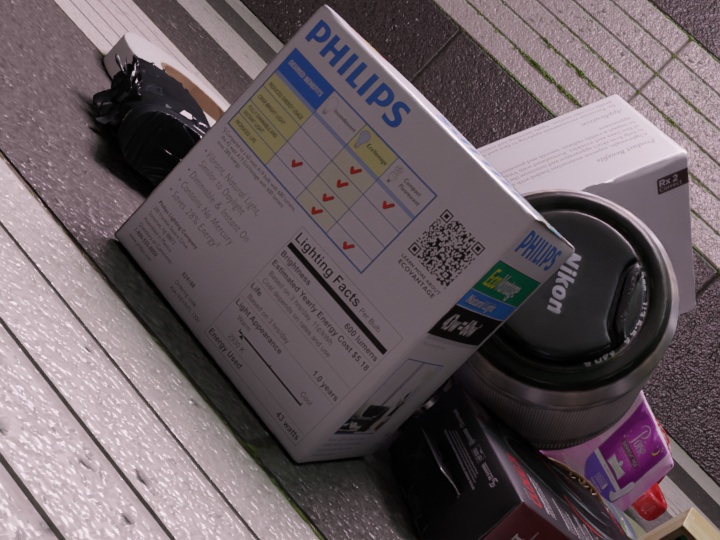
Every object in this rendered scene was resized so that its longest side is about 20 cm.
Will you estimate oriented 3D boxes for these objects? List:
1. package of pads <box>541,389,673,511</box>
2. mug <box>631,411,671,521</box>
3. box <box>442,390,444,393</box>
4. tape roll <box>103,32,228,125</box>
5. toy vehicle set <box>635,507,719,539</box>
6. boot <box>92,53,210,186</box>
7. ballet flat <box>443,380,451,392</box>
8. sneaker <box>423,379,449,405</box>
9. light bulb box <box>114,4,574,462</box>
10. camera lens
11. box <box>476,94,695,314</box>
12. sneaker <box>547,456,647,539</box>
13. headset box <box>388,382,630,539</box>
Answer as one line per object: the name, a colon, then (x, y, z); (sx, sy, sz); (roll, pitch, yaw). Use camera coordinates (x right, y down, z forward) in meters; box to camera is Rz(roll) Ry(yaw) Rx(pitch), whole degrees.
package of pads: (0.217, 0.156, 0.991); (0.076, 0.120, 0.200); (47, -5, 43)
mug: (0.296, 0.218, 1.257); (0.200, 0.133, 0.178); (38, 46, -54)
box: (0.081, 0.078, 1.096); (0.200, 0.049, 0.082); (46, 10, 10)
tape roll: (-0.178, -0.167, 1.098); (0.203, 0.037, 0.203); (43, 10, -10)
toy vehicle set: (0.283, 0.289, 0.819); (0.200, 0.124, 0.027); (45, 40, 6)
boot: (-0.133, -0.092, 0.880); (0.198, 0.073, 0.162); (39, 8, -28)
ballet flat: (0.094, 0.075, 0.934); (0.073, 0.073, 0.200); (35, 32, -44)
sneaker: (0.024, 0.049, 0.818); (0.200, 0.088, 0.081); (32, 36, -49)
light bulb box: (-0.009, -0.018, 0.672); (0.198, 0.200, 0.125); (48, 11, 19)
camera lens: (0.143, 0.044, 0.790); (0.160, 0.160, 0.200); (48, -11, 20)
box: (0.204, -0.032, 1.030); (0.131, 0.199, 0.200); (-119, -171, -51)
sneaker: (0.197, 0.228, 0.928); (0.200, 0.067, 0.090); (37, -6, -7)
headset box: (0.111, 0.177, 0.714); (0.200, 0.075, 0.149); (40, 10, -23)
